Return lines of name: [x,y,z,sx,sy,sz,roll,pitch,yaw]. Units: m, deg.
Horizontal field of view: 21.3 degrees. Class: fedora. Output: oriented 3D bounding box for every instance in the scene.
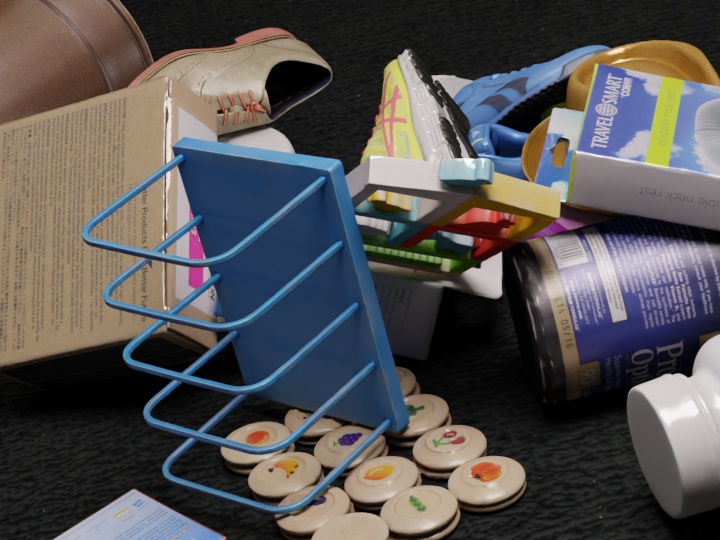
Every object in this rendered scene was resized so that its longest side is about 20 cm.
fedora: [0.210,-0.112,1.381,0.199,0.082,0.201,-8,31,5]

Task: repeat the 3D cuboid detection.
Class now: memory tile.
memory tile: [0.004,0.126,1.254,0.153,0.017,0.200,-23,29,-18]

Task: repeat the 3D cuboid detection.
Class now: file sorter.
file sorter: [-0.076,0.037,1.227,0.138,0.201,0.123,10,37,38]

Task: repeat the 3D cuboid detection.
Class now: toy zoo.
toy zoo: [0.043,-0.036,1.243,0.130,0.021,0.200,10,-16,-19]

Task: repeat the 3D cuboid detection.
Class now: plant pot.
plant pot: [-0.326,-0.160,1.768,0.200,0.201,0.198,13,43,40]

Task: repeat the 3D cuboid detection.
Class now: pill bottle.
pill bottle: [0.265,0.079,1.131,0.199,0.111,0.111,-17,27,-9]
pill bottle: [0.203,0.014,1.279,0.199,0.112,0.112,-14,27,-2]

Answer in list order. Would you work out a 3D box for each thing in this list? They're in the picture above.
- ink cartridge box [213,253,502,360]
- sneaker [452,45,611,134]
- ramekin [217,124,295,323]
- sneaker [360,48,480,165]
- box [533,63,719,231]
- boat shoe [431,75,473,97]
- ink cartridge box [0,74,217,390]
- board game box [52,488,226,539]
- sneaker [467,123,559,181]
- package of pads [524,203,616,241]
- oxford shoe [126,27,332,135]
ink cartridge box: [0.000,0.000,1.400,0.199,0.067,0.116,12,28,-2]
sneaker: [0.118,-0.136,1.518,0.200,0.066,0.079,-33,53,33]
ramekin: [-0.133,-0.042,1.545,0.199,0.098,0.201,-10,27,5]
sneaker: [0.032,-0.095,1.426,0.090,0.078,0.200,-36,27,15]
box: [0.220,-0.077,1.259,0.199,0.048,0.122,11,36,8]
boat shoe: [0.068,-0.114,1.641,0.068,0.072,0.200,0,20,24]
ink cartridge box: [-0.190,-0.025,1.416,0.164,0.075,0.201,-11,67,25]
board game box: [-0.187,0.206,1.180,0.200,0.020,0.103,-31,31,-32]
sneaker: [0.073,-0.066,1.494,0.199,0.106,0.076,-7,30,10]
package of pads: [0.225,-0.045,1.422,0.199,0.076,0.120,-22,29,-18]
oxford shoe: [-0.112,-0.143,1.547,0.200,0.071,0.075,-30,38,-29]
